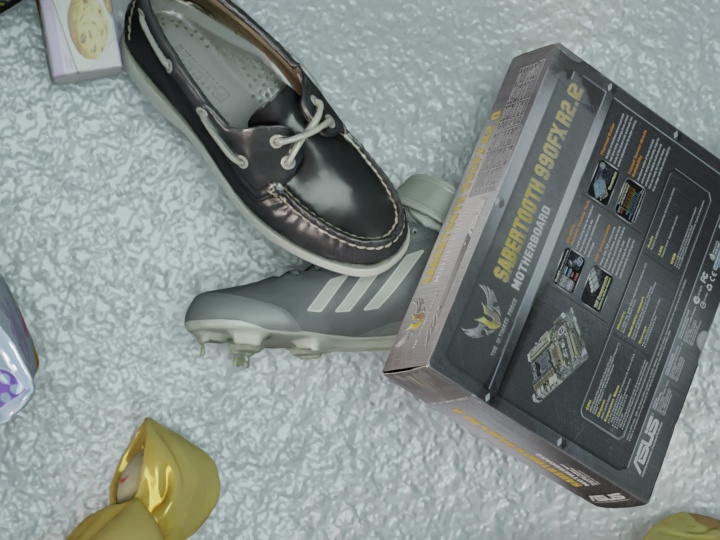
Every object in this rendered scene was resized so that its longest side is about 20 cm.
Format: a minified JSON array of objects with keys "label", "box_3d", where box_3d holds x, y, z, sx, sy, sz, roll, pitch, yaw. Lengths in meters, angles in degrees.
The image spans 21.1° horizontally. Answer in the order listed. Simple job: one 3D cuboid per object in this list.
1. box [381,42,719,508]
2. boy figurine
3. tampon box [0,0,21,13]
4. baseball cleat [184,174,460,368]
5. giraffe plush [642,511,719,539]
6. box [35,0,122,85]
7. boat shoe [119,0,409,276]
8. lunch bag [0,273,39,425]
[{"label":"box","box_3d":[0.118,0.004,1.048,0.158,0.048,0.201,31,69,-22]},{"label":"boy figurine","box_3d":[-0.146,0.156,0.996,0.064,0.124,0.200,44,63,-2]},{"label":"tampon box","box_3d":[-0.215,-0.204,0.956,0.199,0.126,0.151,-31,89,5]},{"label":"baseball cleat","box_3d":[0.000,0.000,1.060,0.198,0.070,0.107,3,82,-21]},{"label":"giraffe plush","box_3d":[0.168,0.246,1.049,0.198,0.173,0.164,-4,111,-22]},{"label":"box","box_3d":[-0.164,-0.201,1.038,0.041,0.039,0.202,-9,91,-11]},{"label":"boat shoe","box_3d":[-0.048,-0.081,1.020,0.074,0.060,0.200,-37,77,-25]},{"label":"lunch bag","box_3d":[-0.253,-0.001,0.951,0.127,0.170,0.201,-30,97,-7]}]
